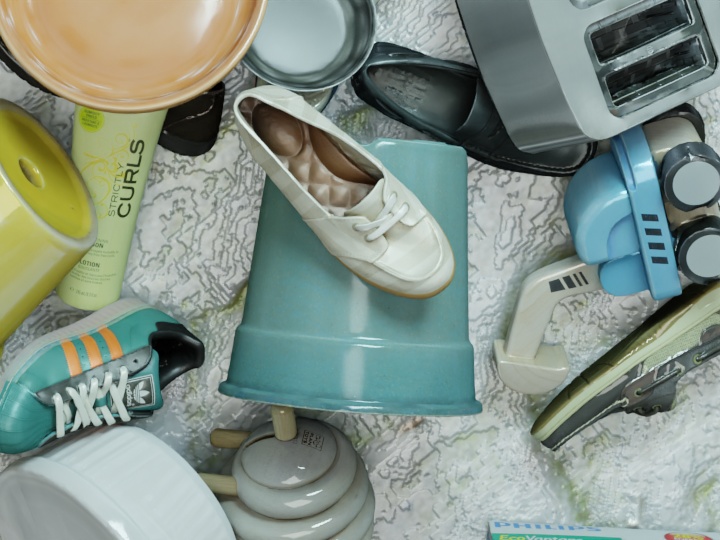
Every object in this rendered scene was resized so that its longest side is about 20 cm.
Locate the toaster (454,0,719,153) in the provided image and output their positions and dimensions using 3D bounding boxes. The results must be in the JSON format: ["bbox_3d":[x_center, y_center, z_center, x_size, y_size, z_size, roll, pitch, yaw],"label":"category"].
[{"bbox_3d":[0.165,-0.194,1.549,0.199,0.119,0.182,-24,99,-22],"label":"toaster"}]

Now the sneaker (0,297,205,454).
[{"bbox_3d":[-0.194,0.082,1.577,0.080,0.200,0.072,20,125,27],"label":"sneaker"}]

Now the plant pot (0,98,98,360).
[{"bbox_3d":[-0.302,-0.022,1.543,0.188,0.201,0.201,-34,98,16],"label":"plant pot"}]

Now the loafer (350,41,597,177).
[{"bbox_3d":[0.086,-0.118,1.614,0.199,0.070,0.069,21,98,-5],"label":"loafer"}]

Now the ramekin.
[{"bbox_3d":[-0.179,0.206,1.609,0.094,0.202,0.203,-39,100,-34],"label":"ramekin"}]

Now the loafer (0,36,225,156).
[{"bbox_3d":[-0.186,-0.163,1.596,0.199,0.073,0.071,26,127,-14],"label":"loafer"}]

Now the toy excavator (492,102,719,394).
[{"bbox_3d":[0.184,-0.013,1.620,0.199,0.100,0.195,-14,119,5],"label":"toy excavator"}]

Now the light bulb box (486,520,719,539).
[{"bbox_3d":[0.189,0.313,1.660,0.197,0.125,0.202,3,100,-1],"label":"light bulb box"}]

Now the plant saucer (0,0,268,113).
[{"bbox_3d":[-0.162,-0.204,1.500,0.199,0.037,0.202,1,77,-2],"label":"plant saucer"}]

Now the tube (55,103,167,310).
[{"bbox_3d":[-0.192,-0.066,1.596,0.058,0.052,0.201,-11,128,-38],"label":"tube"}]

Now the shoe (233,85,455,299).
[{"bbox_3d":[-0.016,-0.055,1.476,0.200,0.053,0.070,43,89,10],"label":"shoe"}]

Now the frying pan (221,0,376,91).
[{"bbox_3d":[-0.028,-0.213,1.550,0.114,0.031,0.191,29,70,-4],"label":"frying pan"}]

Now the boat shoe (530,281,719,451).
[{"bbox_3d":[0.224,0.082,1.650,0.201,0.072,0.066,-39,93,1],"label":"boat shoe"}]

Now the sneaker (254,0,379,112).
[{"bbox_3d":[-0.029,-0.194,1.606,0.075,0.085,0.201,29,73,-4],"label":"sneaker"}]

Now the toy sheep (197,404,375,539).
[{"bbox_3d":[-0.054,0.177,1.630,0.137,0.138,0.201,-8,133,1],"label":"toy sheep"}]

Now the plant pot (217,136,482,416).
[{"bbox_3d":[0.000,0.000,1.582,0.199,0.200,0.198,5,91,-2],"label":"plant pot"}]
